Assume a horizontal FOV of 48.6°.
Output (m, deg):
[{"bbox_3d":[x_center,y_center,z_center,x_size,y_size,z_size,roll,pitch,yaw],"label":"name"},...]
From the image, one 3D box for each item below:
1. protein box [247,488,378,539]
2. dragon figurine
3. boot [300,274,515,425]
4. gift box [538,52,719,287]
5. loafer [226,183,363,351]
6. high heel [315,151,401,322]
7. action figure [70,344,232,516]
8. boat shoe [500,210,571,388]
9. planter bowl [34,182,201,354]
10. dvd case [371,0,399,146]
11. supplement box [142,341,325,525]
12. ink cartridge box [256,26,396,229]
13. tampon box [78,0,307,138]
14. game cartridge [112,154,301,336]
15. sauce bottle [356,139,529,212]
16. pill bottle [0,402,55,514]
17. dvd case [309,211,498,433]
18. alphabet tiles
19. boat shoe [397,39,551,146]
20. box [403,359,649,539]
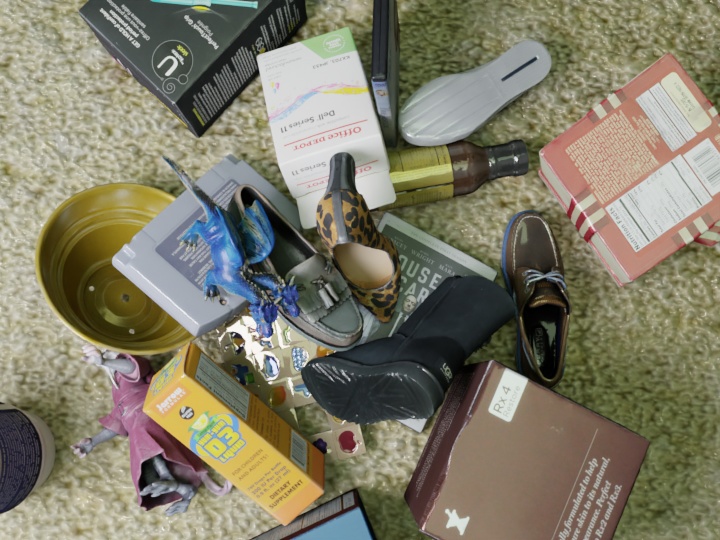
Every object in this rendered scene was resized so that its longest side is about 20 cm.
[{"bbox_3d":[-0.053,0.363,0.801,0.197,0.135,0.202,-23,84,-4],"label":"protein box"},{"bbox_3d":[-0.122,-0.031,0.769,0.058,0.098,0.204,-15,85,-47],"label":"dragon figurine"},{"bbox_3d":[0.051,0.079,0.832,0.168,0.198,0.077,-42,111,-37],"label":"boot"},{"bbox_3d":[0.312,-0.097,0.842,0.198,0.187,0.187,-31,81,10],"label":"gift box"},{"bbox_3d":[-0.070,-0.004,0.804,0.071,0.063,0.200,-35,71,-32],"label":"loafer"},{"bbox_3d":[0.000,0.000,0.792,0.070,0.144,0.203,-13,120,8],"label":"high heel"},{"bbox_3d":[-0.224,0.146,0.846,0.147,0.135,0.202,-6,51,-36],"label":"action figure"},{"bbox_3d":[0.202,0.029,0.882,0.070,0.072,0.205,-6,82,-2],"label":"boat shoe"},{"bbox_3d":[-0.247,0.013,0.856,0.196,0.084,0.204,13,56,-20],"label":"planter bowl"},{"bbox_3d":[0.029,-0.233,0.850,0.017,0.200,0.146,1,81,6],"label":"dvd case"},{"bbox_3d":[-0.125,0.168,0.813,0.066,0.069,0.200,-41,108,14],"label":"supplement box"},{"bbox_3d":[-0.038,-0.157,0.868,0.115,0.068,0.203,-16,61,3],"label":"ink cartridge box"},{"bbox_3d":[-0.178,-0.284,0.892,0.150,0.126,0.200,42,84,6],"label":"tampon box"},{"bbox_3d":[-0.151,-0.027,0.856,0.132,0.041,0.201,38,51,2],"label":"game cartridge"},{"bbox_3d":[0.091,-0.111,0.905,0.195,0.065,0.066,-9,82,-3],"label":"sauce bottle"},{"bbox_3d":[-0.384,0.189,0.788,0.113,0.200,0.119,0,82,1],"label":"pill bottle"},{"bbox_3d":[0.048,0.057,0.901,0.148,0.025,0.203,27,84,3],"label":"dvd case"},{"bbox_3d":[-0.096,0.122,0.880,0.164,0.008,0.205,-14,88,3],"label":"alphabet tiles"},{"bbox_3d":[0.129,-0.191,0.912,0.197,0.071,0.073,-26,83,-11],"label":"boat shoe"},{"bbox_3d":[0.152,0.201,0.795,0.162,0.200,0.168,26,83,2],"label":"box"}]
